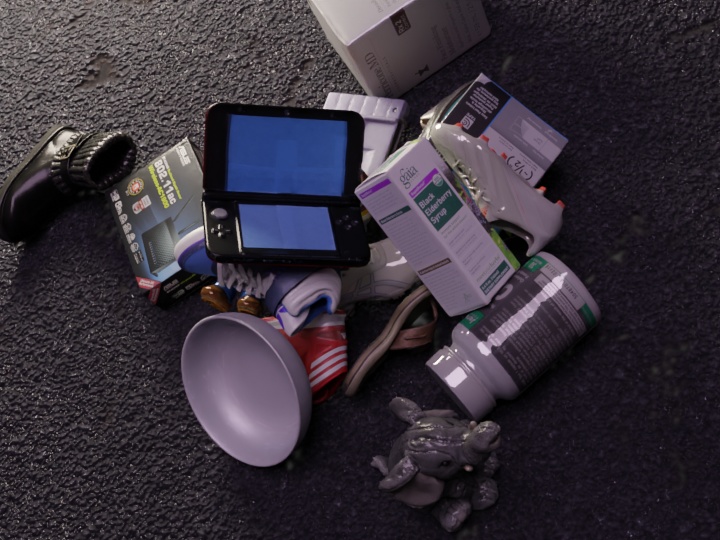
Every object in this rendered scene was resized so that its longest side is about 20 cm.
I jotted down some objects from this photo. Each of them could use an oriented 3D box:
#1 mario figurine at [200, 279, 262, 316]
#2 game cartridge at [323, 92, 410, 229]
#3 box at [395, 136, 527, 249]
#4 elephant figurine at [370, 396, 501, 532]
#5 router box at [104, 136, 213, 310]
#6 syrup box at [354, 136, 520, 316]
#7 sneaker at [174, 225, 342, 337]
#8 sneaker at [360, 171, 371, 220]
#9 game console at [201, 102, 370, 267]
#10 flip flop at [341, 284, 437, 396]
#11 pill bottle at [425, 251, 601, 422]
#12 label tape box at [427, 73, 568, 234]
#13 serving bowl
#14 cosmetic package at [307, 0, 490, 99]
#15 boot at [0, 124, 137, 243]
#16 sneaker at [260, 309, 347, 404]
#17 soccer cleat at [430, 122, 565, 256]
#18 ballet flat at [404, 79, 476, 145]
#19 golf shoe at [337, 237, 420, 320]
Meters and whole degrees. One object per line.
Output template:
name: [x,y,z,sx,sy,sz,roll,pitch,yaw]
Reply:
mario figurine: [-0.144,-0.047,1.619,0.106,0.123,0.202,-16,54,63]
game cartridge: [-0.022,-0.149,1.701,0.129,0.038,0.202,11,70,24]
box: [0.136,-0.105,1.652,0.142,0.036,0.201,-20,59,9]
elephant figurine: [0.082,0.204,1.419,0.154,0.200,0.142,-34,59,0]
router box: [-0.260,-0.067,1.746,0.149,0.062,0.201,-32,58,7]
syrup box: [0.092,-0.051,1.494,0.079,0.201,0.081,-44,12,-34]
sneaker: [-0.121,0.015,1.517,0.198,0.081,0.148,-7,57,-10]
sneaker: [-0.054,-0.147,1.641,0.200,0.090,0.075,38,84,33]
game console: [-0.086,-0.101,1.487,0.198,0.119,0.173,1,39,-12]
flip flop: [0.056,0.087,1.565,0.057,0.081,0.200,40,83,13]
pill bottle: [0.182,0.082,1.496,0.200,0.113,0.113,-41,59,-5]
label tape box: [0.146,-0.125,1.571,0.143,0.066,0.200,38,76,3]
serving bowl: [-0.133,0.140,1.560,0.199,0.202,0.066,26,34,28]
cosmetic package: [0.047,-0.373,1.741,0.199,0.165,0.166,-35,59,1]
boot: [-0.433,-0.124,1.816,0.157,0.079,0.212,15,70,37]
sneaker: [-0.101,0.118,1.599,0.199,0.078,0.117,-12,81,38]
soccer cleat: [0.157,-0.101,1.504,0.200,0.069,0.078,39,82,0]
ballet flat: [0.094,-0.175,1.645,0.063,0.067,0.201,20,72,35]
golf shoe: [0.000,0.000,1.598,0.199,0.097,0.079,-31,55,11]
